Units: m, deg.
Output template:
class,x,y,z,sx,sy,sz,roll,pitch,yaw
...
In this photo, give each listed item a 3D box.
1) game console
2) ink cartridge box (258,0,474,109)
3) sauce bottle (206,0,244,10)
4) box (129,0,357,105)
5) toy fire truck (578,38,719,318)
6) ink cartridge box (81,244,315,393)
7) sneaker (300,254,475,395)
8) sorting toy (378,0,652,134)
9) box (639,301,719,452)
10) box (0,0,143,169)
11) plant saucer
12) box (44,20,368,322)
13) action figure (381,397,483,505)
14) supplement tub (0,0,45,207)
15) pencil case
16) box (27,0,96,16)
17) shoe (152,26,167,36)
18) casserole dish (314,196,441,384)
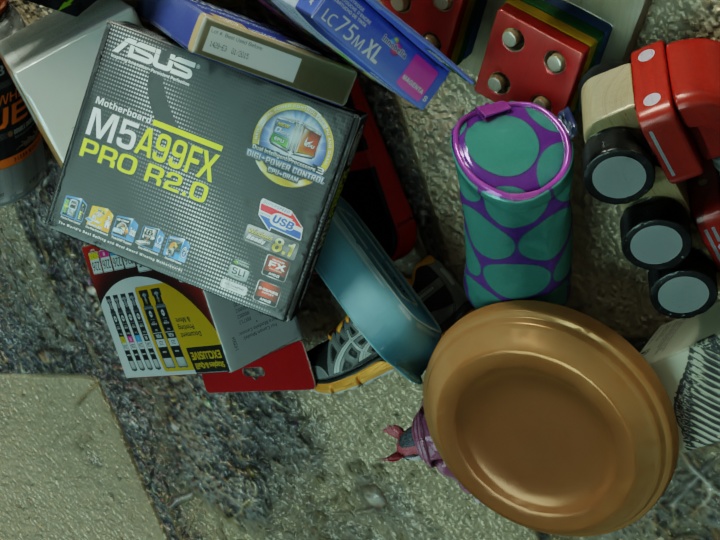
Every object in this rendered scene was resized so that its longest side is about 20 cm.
class,x,y,z,sx,sy,sz,roll,pitch,yaw
game console,-0.053,-0.080,1.285,0.199,0.031,0.178,-9,107,41
ink cartridge box,-0.016,-0.175,1.058,0.119,0.042,0.200,35,-179,-38
sauce bottle,-0.068,-0.265,1.139,0.065,0.065,0.200,52,135,-4
box,-0.093,-0.174,1.122,0.200,0.120,0.033,38,110,61
toy fire truck,0.258,-0.066,0.979,0.199,0.129,0.176,-20,128,22
ink cartridge box,-0.145,0.039,1.343,0.199,0.083,0.177,-9,101,55
sneaker,0.018,0.047,1.284,0.199,0.078,0.078,-25,96,38
sorting toy,0.097,-0.208,1.042,0.198,0.070,0.201,32,134,17
box,0.293,0.057,1.071,0.200,0.068,0.082,-30,98,46
box,-0.211,-0.132,1.237,0.153,0.106,0.200,63,171,-20
plant saucer,0.133,0.118,1.117,0.199,0.037,0.202,14,124,21
box,-0.113,-0.073,1.107,0.198,0.044,0.161,22,102,5
action figure,0.105,0.128,1.207,0.198,0.149,0.135,-18,90,16
supplement tub,-0.361,-0.167,1.395,0.122,0.122,0.201,20,130,27
pencil case,0.111,-0.038,1.083,0.084,0.093,0.201,-9,149,1
box,-0.181,-0.266,1.102,0.199,0.143,0.036,-35,75,20
shoe,-0.101,-0.149,1.219,0.199,0.070,0.054,28,102,34
casserole dish,0.000,0.000,1.181,0.039,0.121,0.201,-39,67,10
